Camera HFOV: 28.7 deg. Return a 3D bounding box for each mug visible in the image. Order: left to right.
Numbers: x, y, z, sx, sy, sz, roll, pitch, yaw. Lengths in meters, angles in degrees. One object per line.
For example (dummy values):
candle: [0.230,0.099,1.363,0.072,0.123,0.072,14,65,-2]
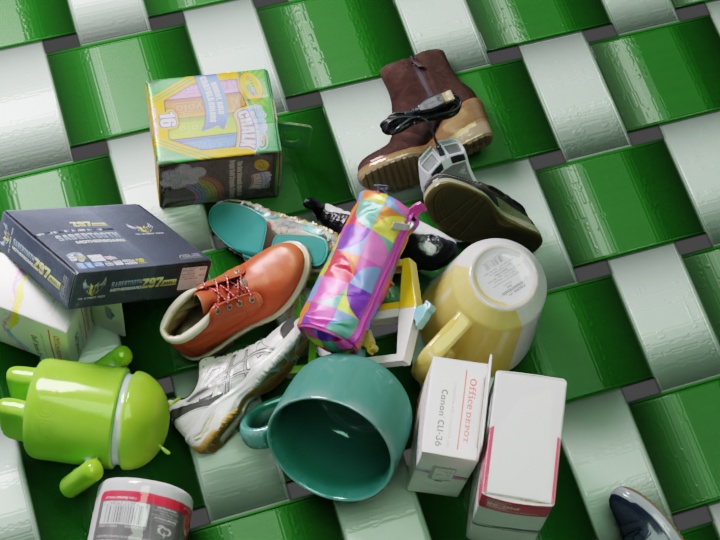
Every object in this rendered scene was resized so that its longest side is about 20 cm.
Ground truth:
mug: [-0.031,0.164,1.614,0.184,0.152,0.115,28,39,3]
mug: [0.152,0.052,1.680,0.148,0.153,0.188,14,67,-3]

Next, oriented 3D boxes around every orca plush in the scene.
orca plush: [0.015,-0.036,1.728,0.199,0.105,0.071,27,52,8]

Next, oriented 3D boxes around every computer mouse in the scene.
computer mouse: [0.101,-0.127,1.771,0.109,0.201,0.044,-31,28,-18]

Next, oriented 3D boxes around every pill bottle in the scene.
pill bottle: [-0.252,0.338,1.540,0.110,0.111,0.201,9,66,-2]

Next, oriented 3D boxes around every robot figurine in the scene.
robot figurine: [-0.309,0.165,1.606,0.199,0.116,0.176,7,53,0]

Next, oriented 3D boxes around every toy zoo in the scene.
toy zoo: [-0.001,0.057,1.680,0.199,0.020,0.132,-9,63,27]

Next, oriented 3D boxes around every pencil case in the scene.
pencil case: [0.000,0.000,1.639,0.088,0.088,0.201,24,75,5]

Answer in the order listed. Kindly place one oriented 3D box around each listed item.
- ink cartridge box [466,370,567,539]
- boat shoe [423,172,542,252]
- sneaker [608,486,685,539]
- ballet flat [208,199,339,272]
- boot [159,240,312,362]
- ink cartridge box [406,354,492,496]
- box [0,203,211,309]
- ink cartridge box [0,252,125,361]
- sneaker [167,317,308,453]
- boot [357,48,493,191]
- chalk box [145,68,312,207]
ink cartridge box: [0.173,0.218,1.587,0.082,0.200,0.147,8,65,2]
boat shoe: [0.146,-0.076,1.749,0.200,0.072,0.066,25,33,-38]
sneaker: [0.329,0.353,1.614,0.108,0.070,0.200,-32,76,-20]
ballet flat: [-0.099,-0.037,1.739,0.199,0.064,0.076,21,99,30]
boot: [-0.146,0.031,1.653,0.200,0.107,0.075,-39,69,2]
ink cartridge box: [0.100,0.174,1.598,0.067,0.200,0.117,9,65,-2]
box: [-0.299,-0.021,1.642,0.199,0.051,0.157,-5,31,-46]
ink cartridge box: [-0.381,0.048,1.651,0.199,0.117,0.068,20,64,4]
sneaker: [-0.147,0.118,1.655,0.088,0.076,0.200,41,80,18]
boot: [0.060,-0.198,1.844,0.199,0.073,0.167,-22,58,-13]
chalk box: [-0.162,-0.168,1.766,0.199,0.125,0.125,-7,67,-10]
